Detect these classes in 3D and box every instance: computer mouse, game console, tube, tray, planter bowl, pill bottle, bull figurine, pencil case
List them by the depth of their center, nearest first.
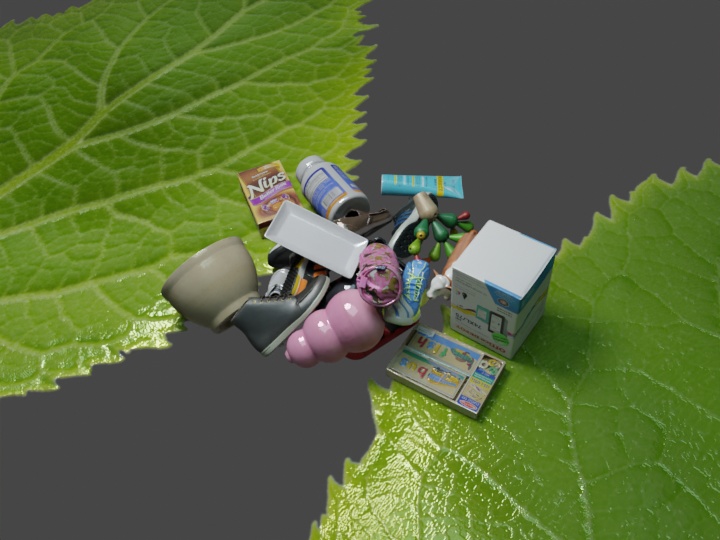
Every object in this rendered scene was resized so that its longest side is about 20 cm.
[{"bbox_3d":[0.036,0.006,1.330,0.083,0.087,0.200,-23,13,7],"label":"pencil case"},{"bbox_3d":[-0.291,0.045,1.421,0.200,0.200,0.135,-34,82,-22],"label":"planter bowl"},{"bbox_3d":[-0.091,-0.062,1.430,0.199,0.022,0.108,26,59,-2],"label":"tray"},{"bbox_3d":[0.203,0.008,1.430,0.065,0.122,0.200,22,54,23],"label":"bull figurine"},{"bbox_3d":[-0.001,0.085,1.449,0.176,0.031,0.200,-28,52,-21],"label":"game console"},{"bbox_3d":[0.000,0.000,1.454,0.199,0.046,0.141,-27,65,-18],"label":"computer mouse"},{"bbox_3d":[-0.073,-0.188,1.635,0.112,0.112,0.200,-27,51,-17],"label":"pill bottle"},{"bbox_3d":[0.150,-0.206,1.676,0.199,0.050,0.078,2,56,0],"label":"tube"}]

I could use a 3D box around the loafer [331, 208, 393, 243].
[{"bbox_3d":[0.005,-0.112,1.540,0.200,0.073,0.071,-29,88,-54],"label":"loafer"}]

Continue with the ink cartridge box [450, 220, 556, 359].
[{"bbox_3d":[0.275,0.040,1.343,0.146,0.200,0.146,27,58,26],"label":"ink cartridge box"}]

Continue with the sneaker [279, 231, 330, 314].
[{"bbox_3d":[-0.098,0.004,1.461,0.090,0.070,0.201,37,54,-20],"label":"sneaker"}]

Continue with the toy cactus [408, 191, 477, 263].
[{"bbox_3d":[0.169,-0.099,1.520,0.199,0.102,0.165,-26,83,-24],"label":"toy cactus"}]

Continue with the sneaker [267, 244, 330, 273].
[{"bbox_3d":[-0.107,-0.031,1.530,0.199,0.076,0.088,-15,55,-7],"label":"sneaker"}]

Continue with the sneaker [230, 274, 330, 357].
[{"bbox_3d":[-0.155,0.062,1.341,0.106,0.075,0.200,44,80,-8],"label":"sneaker"}]

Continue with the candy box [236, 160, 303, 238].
[{"bbox_3d":[-0.220,-0.178,1.678,0.116,0.057,0.200,-20,49,-11],"label":"candy box"}]

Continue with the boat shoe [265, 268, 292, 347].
[{"bbox_3d":[-0.174,0.065,1.453,0.072,0.069,0.201,2,50,8],"label":"boat shoe"}]

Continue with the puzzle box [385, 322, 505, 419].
[{"bbox_3d":[0.165,0.192,1.338,0.199,0.025,0.133,23,56,23],"label":"puzzle box"}]

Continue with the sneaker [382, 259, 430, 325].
[{"bbox_3d":[0.094,0.036,1.368,0.075,0.106,0.200,10,18,13],"label":"sneaker"}]

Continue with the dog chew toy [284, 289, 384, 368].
[{"bbox_3d":[-0.055,0.121,1.327,0.199,0.125,0.125,-29,50,3],"label":"dog chew toy"}]

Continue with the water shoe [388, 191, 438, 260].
[{"bbox_3d":[0.109,-0.099,1.582,0.079,0.072,0.200,1,45,47],"label":"water shoe"}]
